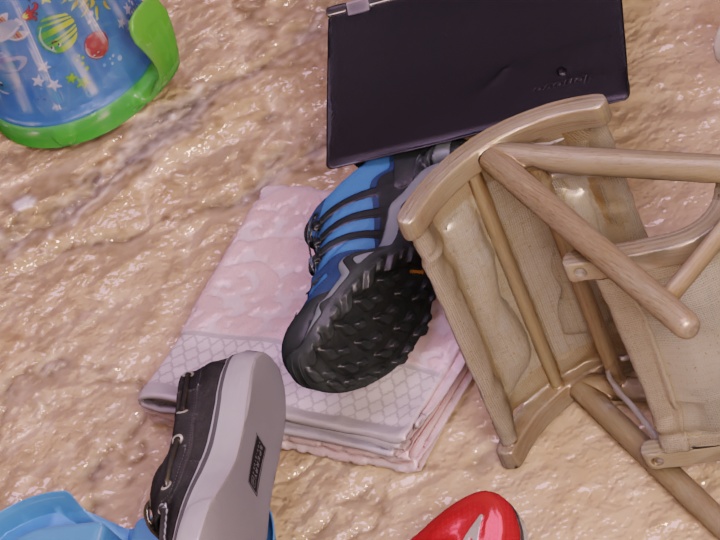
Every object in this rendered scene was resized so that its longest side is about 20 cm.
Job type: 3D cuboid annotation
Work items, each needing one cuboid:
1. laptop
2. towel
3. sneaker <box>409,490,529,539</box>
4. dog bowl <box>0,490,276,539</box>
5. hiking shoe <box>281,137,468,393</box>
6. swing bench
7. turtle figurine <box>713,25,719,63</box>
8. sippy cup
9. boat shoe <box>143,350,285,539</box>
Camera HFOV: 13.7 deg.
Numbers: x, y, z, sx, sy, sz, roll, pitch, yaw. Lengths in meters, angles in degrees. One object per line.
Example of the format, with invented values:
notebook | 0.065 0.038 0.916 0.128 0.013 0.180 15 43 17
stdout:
laptop | 0.083 -0.125 1.853 0.186 0.200 0.117 -12 81 14
towel | -0.012 0.027 1.792 0.199 0.032 0.191 8 51 31
sneaker | 0.010 0.182 1.582 0.200 0.085 0.077 -42 45 -18
dog bowl | -0.134 0.178 1.683 0.199 0.050 0.112 -7 45 19
hiking shoe | 0.000 0.000 1.747 0.086 0.075 0.200 2 39 34
swing bench | 0.151 0.025 1.589 0.200 0.199 0.130 22 59 39
turtle figurine | 0.296 -0.121 1.698 0.143 0.201 0.194 -18 31 -15
sippy cup | -0.210 -0.174 2.018 0.177 0.131 0.140 -15 43 11
boat shoe | -0.085 0.124 1.634 0.056 0.069 0.200 -10 37 20
